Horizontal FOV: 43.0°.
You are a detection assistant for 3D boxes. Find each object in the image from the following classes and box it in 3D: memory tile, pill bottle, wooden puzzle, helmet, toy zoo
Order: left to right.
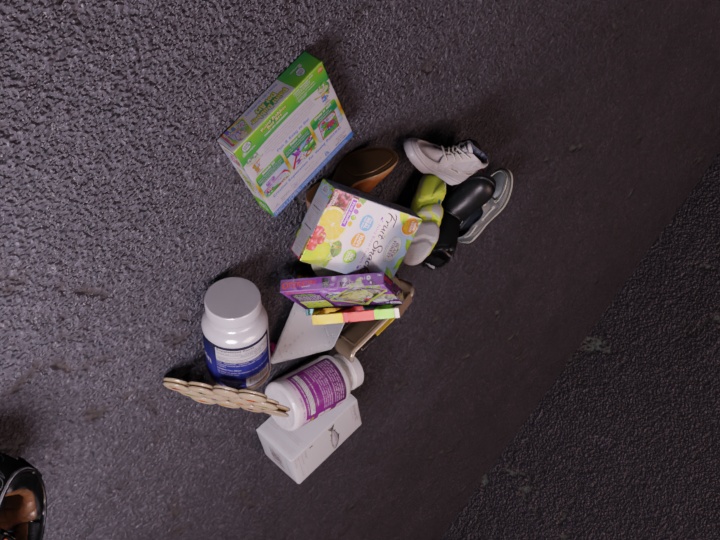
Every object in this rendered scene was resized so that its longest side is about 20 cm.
[{"bbox_3d":[-0.550,0.341,1.249,0.200,0.190,0.201,1,90,-81],"label":"helmet"},{"bbox_3d":[-0.234,0.224,1.609,0.153,0.199,0.017,49,50,-62],"label":"memory tile"},{"bbox_3d":[-0.215,0.113,1.582,0.116,0.116,0.200,-35,147,-31],"label":"pill bottle"},{"bbox_3d":[-0.092,0.245,1.914,0.200,0.112,0.113,-25,141,-36],"label":"pill bottle"},{"bbox_3d":[-0.010,0.073,1.746,0.131,0.199,0.021,-42,125,-73],"label":"toy zoo"},{"bbox_3d":[0.028,0.102,1.906,0.200,0.037,0.185,-49,-168,-5],"label":"wooden puzzle"}]

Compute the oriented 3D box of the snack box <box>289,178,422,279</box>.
[{"bbox_3d":[-0.006,-0.064,1.607,0.200,0.053,0.143,17,108,-36],"label":"snack box"}]

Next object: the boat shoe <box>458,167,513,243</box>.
[{"bbox_3d":[0.278,-0.148,2.090,0.200,0.073,0.062,-56,156,16],"label":"boat shoe"}]

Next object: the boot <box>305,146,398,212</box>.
[{"bbox_3d":[-0.012,-0.128,1.671,0.200,0.074,0.155,-32,146,-13],"label":"boot"}]

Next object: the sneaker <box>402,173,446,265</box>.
[{"bbox_3d":[0.123,-0.096,1.858,0.105,0.075,0.201,126,-15,-75],"label":"sneaker"}]

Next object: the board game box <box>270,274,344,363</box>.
[{"bbox_3d":[-0.088,0.085,1.841,0.200,0.026,0.201,-9,129,-53],"label":"board game box"}]

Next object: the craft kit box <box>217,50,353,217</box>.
[{"bbox_3d":[-0.113,-0.211,1.450,0.200,0.048,0.198,-48,154,-11],"label":"craft kit box"}]

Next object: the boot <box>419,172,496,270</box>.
[{"bbox_3d":[0.190,-0.098,1.876,0.198,0.073,0.163,-27,-144,46],"label":"boot"}]

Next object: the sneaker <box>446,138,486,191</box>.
[{"bbox_3d":[0.232,-0.223,1.948,0.115,0.076,0.200,-40,160,-34],"label":"sneaker"}]

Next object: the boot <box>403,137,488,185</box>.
[{"bbox_3d":[0.171,-0.229,1.779,0.095,0.074,0.200,-27,157,28],"label":"boot"}]

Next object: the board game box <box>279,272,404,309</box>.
[{"bbox_3d":[-0.032,0.039,1.661,0.120,0.199,0.032,35,54,-66],"label":"board game box"}]

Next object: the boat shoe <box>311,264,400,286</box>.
[{"bbox_3d":[-0.015,-0.004,1.711,0.201,0.063,0.074,18,124,-37],"label":"boat shoe"}]

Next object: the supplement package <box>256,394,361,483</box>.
[{"bbox_3d":[-0.110,0.342,2.001,0.200,0.117,0.117,-41,148,-22],"label":"supplement package"}]
